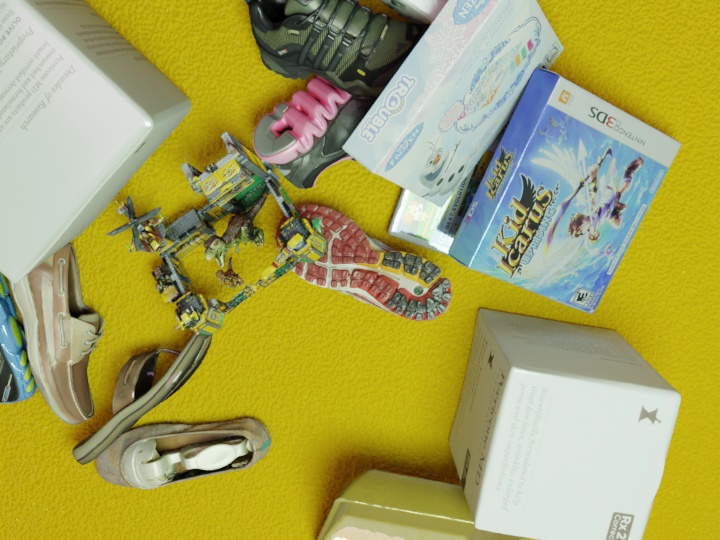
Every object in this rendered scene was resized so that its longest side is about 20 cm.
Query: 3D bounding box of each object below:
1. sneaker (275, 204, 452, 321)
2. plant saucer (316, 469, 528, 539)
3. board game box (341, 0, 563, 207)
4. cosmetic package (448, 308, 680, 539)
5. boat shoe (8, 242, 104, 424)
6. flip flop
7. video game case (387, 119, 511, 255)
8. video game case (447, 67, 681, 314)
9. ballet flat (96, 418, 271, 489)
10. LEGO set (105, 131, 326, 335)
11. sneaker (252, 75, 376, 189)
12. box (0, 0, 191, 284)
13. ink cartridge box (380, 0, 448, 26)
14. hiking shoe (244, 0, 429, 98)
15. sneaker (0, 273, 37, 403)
[{"bbox_3d":[0.000,0.000,0.970,0.199,0.082,0.078,29,85,10],"label":"sneaker"},{"bbox_3d":[0.060,0.267,1.001,0.198,0.200,0.049,10,60,-4],"label":"plant saucer"},{"bbox_3d":[0.092,-0.161,0.852,0.043,0.199,0.200,41,100,19],"label":"board game box"},{"bbox_3d":[0.194,0.153,0.945,0.164,0.200,0.166,10,102,-4],"label":"cosmetic package"},{"bbox_3d":[-0.307,0.065,0.978,0.071,0.076,0.202,-12,105,-1],"label":"boat shoe"},{"bbox_3d":[-0.237,0.125,0.993,0.200,0.081,0.058,-41,89,8],"label":"flip flop"},{"bbox_3d":[0.145,-0.103,0.977,0.181,0.022,0.201,19,103,-6],"label":"video game case"},{"bbox_3d":[0.206,-0.073,0.936,0.180,0.045,0.201,19,102,-31],"label":"video game case"},{"bbox_3d":[-0.197,0.200,1.014,0.198,0.067,0.069,-14,99,2],"label":"ballet flat"},{"bbox_3d":[-0.143,-0.036,0.913,0.199,0.116,0.155,-27,69,12],"label":"LEGO set"},{"bbox_3d":[-0.012,-0.159,0.943,0.200,0.079,0.096,-39,137,-3],"label":"sneaker"},{"bbox_3d":[-0.292,-0.133,0.867,0.171,0.199,0.200,42,100,-10],"label":"box"},{"bbox_3d":[0.021,-0.303,0.863,0.199,0.146,0.084,33,100,-8],"label":"ink cartridge box"},{"bbox_3d":[-0.025,-0.220,0.863,0.199,0.101,0.076,11,66,28],"label":"hiking shoe"},{"bbox_3d":[-0.401,0.050,0.972,0.082,0.071,0.201,-15,106,-4],"label":"sneaker"}]
